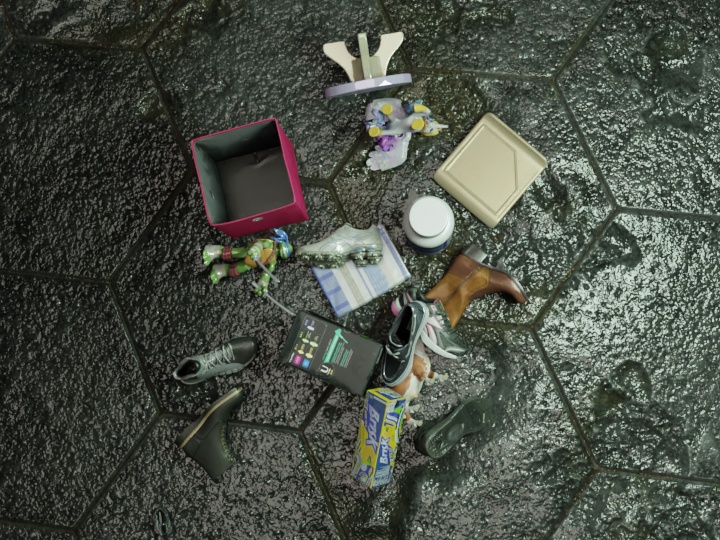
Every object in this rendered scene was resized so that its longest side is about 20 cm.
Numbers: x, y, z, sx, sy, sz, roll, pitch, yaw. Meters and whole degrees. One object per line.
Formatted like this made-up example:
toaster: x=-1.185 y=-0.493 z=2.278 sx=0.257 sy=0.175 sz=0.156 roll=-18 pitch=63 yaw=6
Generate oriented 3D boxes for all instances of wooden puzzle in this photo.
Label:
wooden puzzle: x=0.296 y=-0.228 z=1.763 sx=0.185 sy=0.037 sz=0.200 roll=41 pitch=93 yaw=8

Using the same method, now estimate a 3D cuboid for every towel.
towel: x=0.000 y=0.000 z=1.768 sx=0.199 sy=0.024 sz=0.148 roll=-30 pitch=82 yaw=2

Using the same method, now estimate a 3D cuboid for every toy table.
toy table: x=0.010 y=-0.467 z=1.750 sx=0.198 sy=0.184 sz=0.118 roll=-10 pitch=99 yaw=-8

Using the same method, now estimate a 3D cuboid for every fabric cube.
fabric cube: x=-0.241 y=-0.197 z=1.724 sx=0.194 sy=0.199 sz=0.202 roll=-14 pitch=82 yaw=3

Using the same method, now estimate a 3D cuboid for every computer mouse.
computer mouse: x=-0.444 y=0.638 z=1.739 sx=0.058 sy=0.034 sz=0.202 roll=-6 pitch=78 yaw=21

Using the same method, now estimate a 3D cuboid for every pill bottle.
pill bottle: x=0.148 y=-0.099 z=1.676 sx=0.110 sy=0.200 sz=0.112 roll=-1 pitch=84 yaw=5

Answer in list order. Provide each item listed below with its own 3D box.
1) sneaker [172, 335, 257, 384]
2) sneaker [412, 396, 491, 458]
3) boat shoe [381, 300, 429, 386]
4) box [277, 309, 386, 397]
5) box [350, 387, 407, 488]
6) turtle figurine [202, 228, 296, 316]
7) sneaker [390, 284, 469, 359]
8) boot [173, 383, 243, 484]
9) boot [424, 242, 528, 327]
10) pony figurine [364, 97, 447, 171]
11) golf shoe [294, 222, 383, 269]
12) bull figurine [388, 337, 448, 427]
sneaker: x=-0.329 y=0.205 z=1.729 sx=0.199 sy=0.115 sz=0.076 roll=-25 pitch=82 yaw=2
sneaker: x=0.192 y=0.338 z=1.690 sx=0.199 sy=0.114 sz=0.077 roll=-33 pitch=98 yaw=-27
boat shoe: x=0.083 y=0.159 z=1.648 sx=0.072 sy=0.068 sz=0.201 roll=33 pitch=110 yaw=29
box: x=-0.058 y=0.180 z=1.690 sx=0.199 sy=0.149 sz=0.125 roll=22 pitch=87 yaw=8
box: x=0.039 y=0.360 z=1.666 sx=0.070 sy=0.064 sz=0.202 roll=21 pitch=105 yaw=43
turtle figurine: x=-0.251 y=0.001 z=1.732 sx=0.192 sy=0.144 sz=0.202 roll=-4 pitch=80 yaw=9
sneaker: x=0.160 y=0.108 z=1.678 sx=0.200 sy=0.080 sz=0.087 roll=38 pitch=113 yaw=10
boot: x=-0.304 y=0.367 z=1.737 sx=0.200 sy=0.077 sz=0.138 roll=-45 pitch=86 yaw=13
boot: x=0.248 y=0.068 z=1.716 sx=0.188 sy=0.068 sz=0.200 roll=40 pitch=89 yaw=8
pony figurine: x=0.085 y=-0.320 z=1.730 sx=0.191 sy=0.200 sz=0.168 roll=-6 pitch=90 yaw=20
golf shoe: x=-0.049 y=-0.058 z=1.741 sx=0.198 sy=0.078 sz=0.098 roll=-2 pitch=67 yaw=0
bull figurine: x=0.116 y=0.241 z=1.700 sx=0.121 sy=0.065 sz=0.201 roll=30 pitch=96 yaw=46
